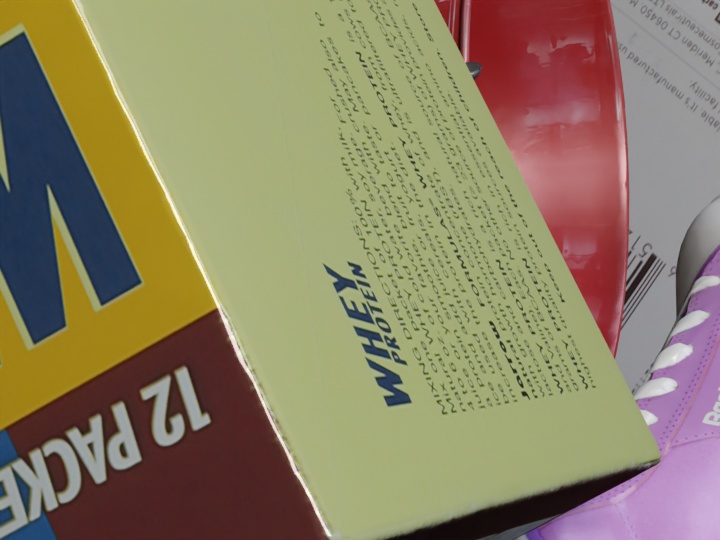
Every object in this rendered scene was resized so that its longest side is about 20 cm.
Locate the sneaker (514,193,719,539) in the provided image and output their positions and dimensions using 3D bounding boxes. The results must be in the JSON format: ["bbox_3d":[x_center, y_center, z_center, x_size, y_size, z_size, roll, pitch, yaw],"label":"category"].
[{"bbox_3d":[0.076,0.044,0.707,0.114,0.073,0.201,8,41,-8],"label":"sneaker"}]

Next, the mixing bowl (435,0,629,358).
[{"bbox_3d":[0.015,-0.042,0.924,0.108,0.201,0.200,-3,3,18],"label":"mixing bowl"}]

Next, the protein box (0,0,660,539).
[{"bbox_3d":[-0.064,-0.012,0.574,0.199,0.135,0.200,64,19,9],"label":"protein box"}]

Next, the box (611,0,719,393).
[{"bbox_3d":[0.143,-0.027,1.120,0.131,0.200,0.199,17,21,-49],"label":"box"}]

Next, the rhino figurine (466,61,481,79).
[{"bbox_3d":[0.000,0.000,0.777,0.060,0.201,0.087,-4,-15,27],"label":"rhino figurine"}]
